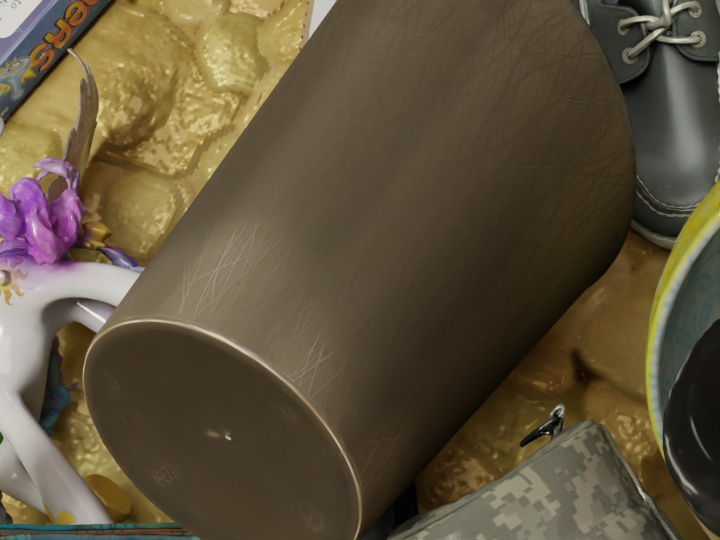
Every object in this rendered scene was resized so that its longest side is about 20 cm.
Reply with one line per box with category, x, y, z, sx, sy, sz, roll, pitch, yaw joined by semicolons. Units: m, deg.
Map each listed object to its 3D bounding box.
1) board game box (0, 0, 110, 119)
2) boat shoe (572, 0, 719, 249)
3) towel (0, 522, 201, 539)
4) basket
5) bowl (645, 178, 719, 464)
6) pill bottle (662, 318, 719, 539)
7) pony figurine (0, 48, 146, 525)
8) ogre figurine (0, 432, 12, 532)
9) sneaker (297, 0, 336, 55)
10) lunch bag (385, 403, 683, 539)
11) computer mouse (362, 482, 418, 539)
board game box;-0.199;-0.141;0.897;0.135;0.034;0.200;38;83;22
boat shoe;0.120;-0.107;0.798;0.073;0.062;0.200;-11;68;9
towel;-0.111;0.192;0.681;0.147;0.022;0.200;4;92;-30
basket;0.000;0.000;0.682;0.136;0.180;0.200;12;42;29
bowl;0.203;0.012;0.699;0.200;0.200;0.108;-12;25;8
pill bottle;0.188;0.098;0.612;0.112;0.200;0.112;-23;36;18
pony figurine;-0.144;0.009;0.774;0.200;0.167;0.193;28;98;23
ogre figurine;-0.183;0.140;0.738;0.200;0.098;0.120;-31;85;21
sneaker;0.036;-0.137;0.823;0.108;0.070;0.200;2;77;19
lunch bag;0.070;0.170;0.656;0.168;0.139;0.200;-35;76;0
computer mouse;0.030;0.110;0.759;0.200;0.034;0.059;18;89;11
